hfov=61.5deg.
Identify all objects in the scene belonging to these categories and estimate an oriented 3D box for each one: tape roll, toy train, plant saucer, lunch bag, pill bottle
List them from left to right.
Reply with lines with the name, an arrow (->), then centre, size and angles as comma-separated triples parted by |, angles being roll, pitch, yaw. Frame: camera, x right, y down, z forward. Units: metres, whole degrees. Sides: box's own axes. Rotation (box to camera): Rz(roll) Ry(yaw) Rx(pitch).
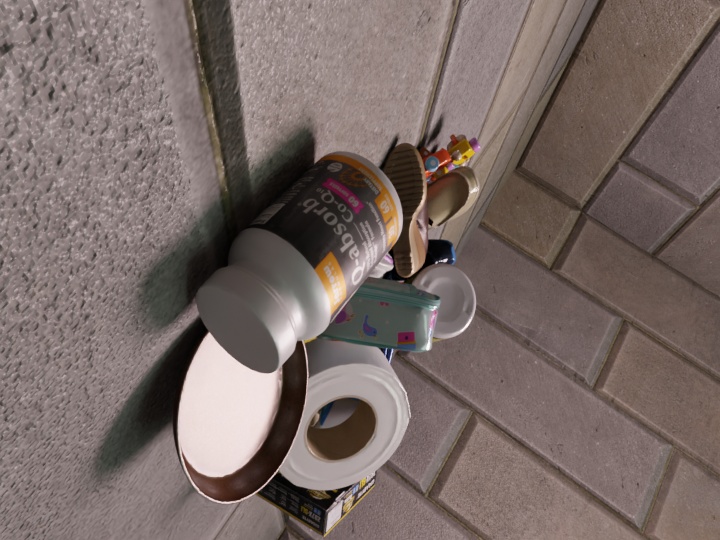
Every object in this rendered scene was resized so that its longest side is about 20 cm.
plant saucer -> -0.124, 0.132, 0.629 | 0.198, 0.034, 0.208 | -16, 109, -57
pill bottle -> -0.051, -0.011, 0.560 | 0.201, 0.114, 0.118 | -50, 167, -37
tape roll -> -0.033, 0.192, 0.816 | 0.207, 0.198, 0.071 | -60, -151, 13
lunch bag -> 0.017, 0.047, 0.760 | 0.200, 0.154, 0.080 | -147, -115, -84
pill bottle -> 0.108, 0.064, 1.024 | 0.116, 0.113, 0.200 | -54, -177, -17
toy train -> 0.131, -0.189, 1.072 | 0.147, 0.057, 0.200 | -30, 174, -7

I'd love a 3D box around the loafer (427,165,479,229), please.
loafer -> 0.123, -0.106, 1.053 | 0.198, 0.077, 0.068 | -37, 177, 39

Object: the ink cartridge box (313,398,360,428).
ink cartridge box -> -0.027, 0.170, 0.993 | 0.204, 0.081, 0.148 | -91, -161, -46

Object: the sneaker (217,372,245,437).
sneaker -> -0.147, 0.163, 0.725 | 0.201, 0.073, 0.083 | 88, 28, -71

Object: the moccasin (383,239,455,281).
moccasin -> 0.081, -0.022, 1.094 | 0.067, 0.083, 0.197 | -20, 180, -39

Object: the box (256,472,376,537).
box -> -0.091, 0.315, 0.962 | 0.158, 0.195, 0.051 | -22, 126, -57

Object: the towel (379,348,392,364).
towel -> 0.031, 0.091, 1.047 | 0.200, 0.023, 0.153 | -158, -102, -79

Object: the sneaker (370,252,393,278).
sneaker -> 0.000, 0.000, 0.901 | 0.100, 0.075, 0.200 | -45, 169, 2

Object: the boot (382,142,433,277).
boot -> 0.076, -0.105, 0.941 | 0.167, 0.070, 0.207 | -60, 150, -66

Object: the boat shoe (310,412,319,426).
boat shoe -> -0.108, 0.223, 0.976 | 0.072, 0.062, 0.200 | -50, -178, -19

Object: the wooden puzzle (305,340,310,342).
wooden puzzle -> -0.106, 0.124, 0.875 | 0.185, 0.037, 0.203 | -49, 165, -42
